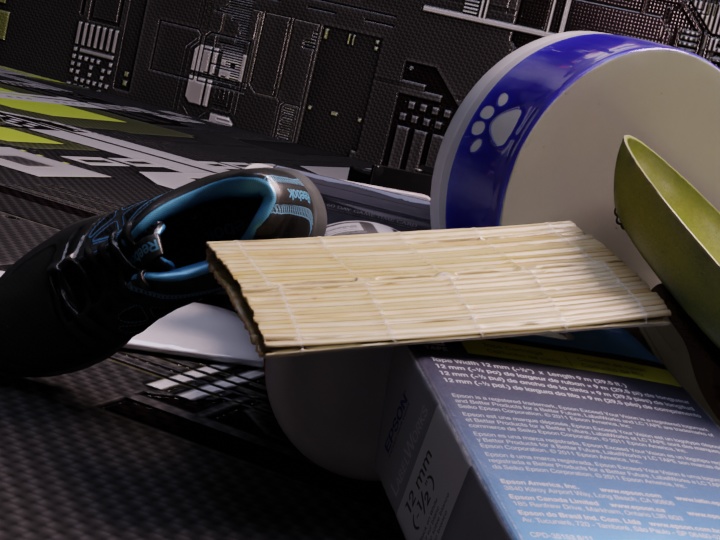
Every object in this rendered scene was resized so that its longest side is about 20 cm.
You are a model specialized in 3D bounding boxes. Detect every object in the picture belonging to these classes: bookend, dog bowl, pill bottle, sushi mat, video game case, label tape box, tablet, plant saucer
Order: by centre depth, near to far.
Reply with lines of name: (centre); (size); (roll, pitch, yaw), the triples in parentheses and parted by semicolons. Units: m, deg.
label tape box: (0.087, 0.087, 0.528); (0.143, 0.066, 0.200); (10, 22, -20)
sushi mat: (0.036, 0.006, 0.566); (0.199, 0.012, 0.096); (-4, 29, -21)
plant saucer: (0.196, 0.012, 0.640); (0.200, 0.031, 0.200); (40, 19, -17)
pill bottle: (0.001, 0.034, 0.697); (0.115, 0.116, 0.200); (12, 9, -7)
dog bowl: (0.147, -0.042, 0.751); (0.199, 0.201, 0.079); (9, 11, -29)
tablet: (-0.166, 0.029, 0.815); (0.199, 0.014, 0.130); (10, 10, -21)
video game case: (0.000, 0.000, 0.860); (0.142, 0.019, 0.200); (13, -27, -1)
bookend: (0.049, -0.102, 1.701); (0.198, 0.093, 0.200); (8, 9, -29)

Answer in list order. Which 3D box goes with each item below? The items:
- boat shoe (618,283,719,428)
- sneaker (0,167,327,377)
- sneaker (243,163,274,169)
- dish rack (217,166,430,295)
boat shoe: (0.178, 0.104, 0.598); (0.075, 0.075, 0.203); (22, 33, -38)
sneaker: (-0.118, -0.005, 0.623); (0.199, 0.073, 0.082); (-26, -7, 7)
sneaker: (-0.064, -0.028, 1.041); (0.075, 0.100, 0.200); (46, 8, 22)
dish rack: (-0.054, -0.015, 0.952); (0.199, 0.044, 0.171); (6, -28, -41)
